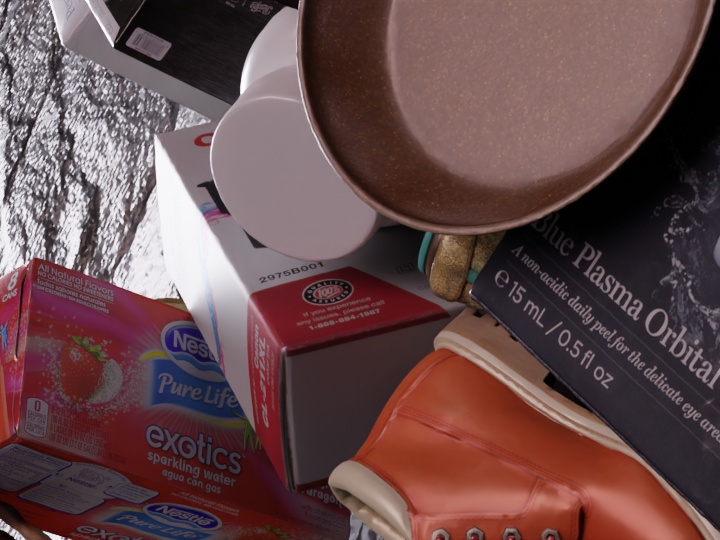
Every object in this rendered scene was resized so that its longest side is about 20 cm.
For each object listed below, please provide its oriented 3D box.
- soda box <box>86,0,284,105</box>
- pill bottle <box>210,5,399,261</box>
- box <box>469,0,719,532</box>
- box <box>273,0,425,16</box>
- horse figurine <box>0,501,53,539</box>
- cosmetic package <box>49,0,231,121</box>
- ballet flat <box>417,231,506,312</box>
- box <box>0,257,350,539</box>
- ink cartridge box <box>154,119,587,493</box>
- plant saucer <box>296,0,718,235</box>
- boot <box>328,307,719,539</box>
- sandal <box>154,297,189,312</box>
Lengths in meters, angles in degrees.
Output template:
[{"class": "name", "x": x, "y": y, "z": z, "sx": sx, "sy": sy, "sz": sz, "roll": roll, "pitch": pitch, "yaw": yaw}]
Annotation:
[{"class": "soda box", "x": -0.036, "y": -0.111, "z": 1.388, "sx": 0.063, "sy": 0.200, "sz": 0.071, "roll": -54, "pitch": 35, "yaw": 16}, {"class": "pill bottle", "x": 0.014, "y": -0.088, "z": 1.259, "sx": 0.111, "sy": 0.111, "sz": 0.200, "roll": -32, "pitch": 11, "yaw": 40}, {"class": "box", "x": 0.178, "y": -0.008, "z": 1.068, "sx": 0.197, "sy": 0.117, "sz": 0.200, "roll": 44, "pitch": 106, "yaw": 42}, {"class": "box", "x": 0.055, "y": -0.139, "z": 1.219, "sx": 0.143, "sy": 0.199, "sz": 0.036, "roll": -69, "pitch": 2, "yaw": -48}, {"class": "horse figurine", "x": -0.137, "y": 0.165, "z": 1.282, "sx": 0.050, "sy": 0.133, "sz": 0.200, "roll": -46, "pitch": 36, "yaw": 2}, {"class": "cosmetic package", "x": -0.088, "y": -0.232, "z": 1.611, "sx": 0.200, "sy": 0.123, "sz": 0.200, "roll": -51, "pitch": 36, "yaw": 23}, {"class": "ballet flat", "x": 0.087, "y": -0.040, "z": 1.225, "sx": 0.071, "sy": 0.071, "sz": 0.200, "roll": -36, "pitch": 10, "yaw": 37}, {"class": "box", "x": -0.108, "y": 0.078, "z": 1.369, "sx": 0.100, "sy": 0.200, "sz": 0.096, "roll": -26, "pitch": 52, "yaw": 45}, {"class": "ink cartridge box", "x": 0.000, "y": 0.000, "z": 1.304, "sx": 0.200, "sy": 0.145, "sz": 0.083, "roll": -124, "pitch": 24, "yaw": -52}, {"class": "plant saucer", "x": 0.063, "y": -0.107, "z": 1.096, "sx": 0.200, "sy": 0.037, "sz": 0.201, "roll": -13, "pitch": 68, "yaw": 34}, {"class": "boot", "x": 0.075, "y": 0.105, "z": 1.135, "sx": 0.107, "sy": 0.075, "sz": 0.200, "roll": -42, "pitch": 47, "yaw": -16}, {"class": "sandal", "x": -0.112, "y": 0.107, "z": 1.486, "sx": 0.054, "sy": 0.080, "sz": 0.201, "roll": 127, "pitch": 147, "yaw": -58}]
